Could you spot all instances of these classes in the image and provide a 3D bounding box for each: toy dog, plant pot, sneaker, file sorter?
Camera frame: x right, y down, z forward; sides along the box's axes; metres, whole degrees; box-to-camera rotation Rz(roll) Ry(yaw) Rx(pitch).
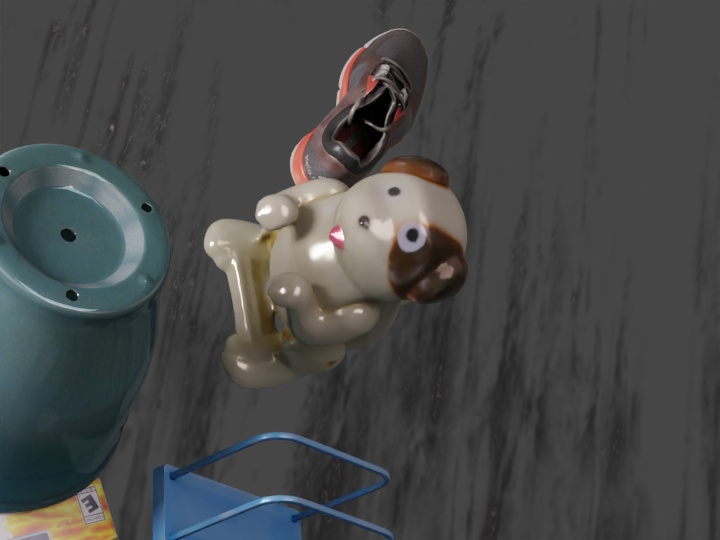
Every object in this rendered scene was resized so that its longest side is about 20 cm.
[{"bbox_3d":[0.000,0.000,1.455,0.193,0.200,0.141,13,62,-28],"label":"toy dog"},{"bbox_3d":[-0.217,0.026,1.277,0.199,0.188,0.201,17,48,-20],"label":"plant pot"},{"bbox_3d":[0.018,-0.135,1.608,0.077,0.082,0.201,39,52,-13],"label":"sneaker"},{"bbox_3d":[-0.052,0.229,1.333,0.138,0.122,0.201,26,50,-42],"label":"file sorter"}]

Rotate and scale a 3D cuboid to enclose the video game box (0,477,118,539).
[{"bbox_3d":[-0.237,0.246,1.277,0.199,0.047,0.183,-11,77,-37],"label":"video game box"}]
